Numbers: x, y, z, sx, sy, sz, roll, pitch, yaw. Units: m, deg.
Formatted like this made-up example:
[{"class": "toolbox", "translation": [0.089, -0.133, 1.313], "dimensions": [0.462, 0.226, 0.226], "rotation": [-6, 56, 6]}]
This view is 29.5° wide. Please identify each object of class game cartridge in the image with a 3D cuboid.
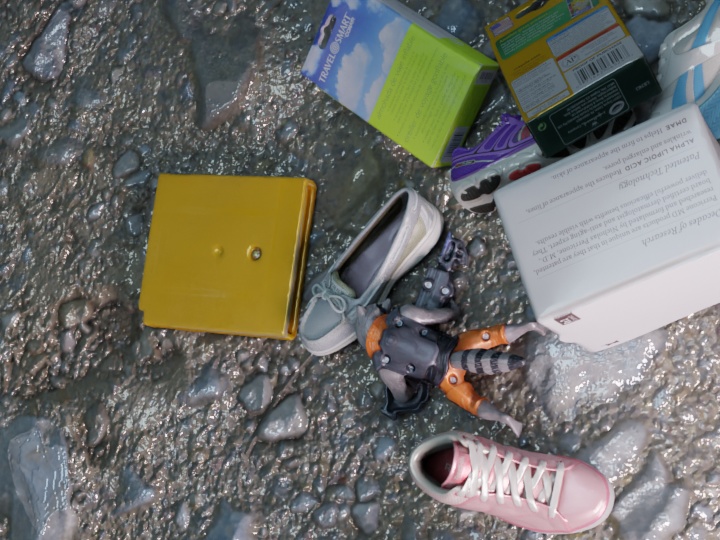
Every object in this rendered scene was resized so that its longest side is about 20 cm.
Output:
[{"class": "game cartridge", "translation": [-0.151, -0.018, 1.524], "dimensions": [0.198, 0.032, 0.179], "rotation": [4, 81, 28]}]

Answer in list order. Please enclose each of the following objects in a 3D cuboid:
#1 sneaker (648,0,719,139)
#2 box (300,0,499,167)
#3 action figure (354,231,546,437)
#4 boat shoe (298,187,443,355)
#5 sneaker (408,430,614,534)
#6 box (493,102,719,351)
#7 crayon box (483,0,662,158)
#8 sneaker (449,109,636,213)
[{"class": "sneaker", "translation": [0.319, -0.178, 1.319], "dimensions": [0.081, 0.076, 0.201], "rotation": [35, 89, 35]}, {"class": "box", "translation": [0.038, -0.211, 1.447], "dimensions": [0.199, 0.047, 0.123], "rotation": [37, 115, 26]}, {"class": "action figure", "translation": [0.084, 0.058, 1.360], "dimensions": [0.191, 0.105, 0.203], "rotation": [11, 85, 18]}, {"class": "boat shoe", "translation": [0.001, 0.000, 1.420], "dimensions": [0.202, 0.065, 0.075], "rotation": [-46, 50, 8]}, {"class": "sneaker", "translation": [0.136, 0.202, 1.302], "dimensions": [0.198, 0.105, 0.076], "rotation": [10, 81, 25]}, {"class": "box", "translation": [0.253, -0.030, 1.242], "dimensions": [0.198, 0.199, 0.132], "rotation": [-23, 71, 18]}, {"class": "crayon box", "translation": [0.204, -0.208, 1.344], "dimensions": [0.125, 0.052, 0.201], "rotation": [-29, 35, 12]}, {"class": "sneaker", "translation": [0.177, -0.133, 1.371], "dimensions": [0.198, 0.081, 0.084], "rotation": [-21, 59, 16]}]
